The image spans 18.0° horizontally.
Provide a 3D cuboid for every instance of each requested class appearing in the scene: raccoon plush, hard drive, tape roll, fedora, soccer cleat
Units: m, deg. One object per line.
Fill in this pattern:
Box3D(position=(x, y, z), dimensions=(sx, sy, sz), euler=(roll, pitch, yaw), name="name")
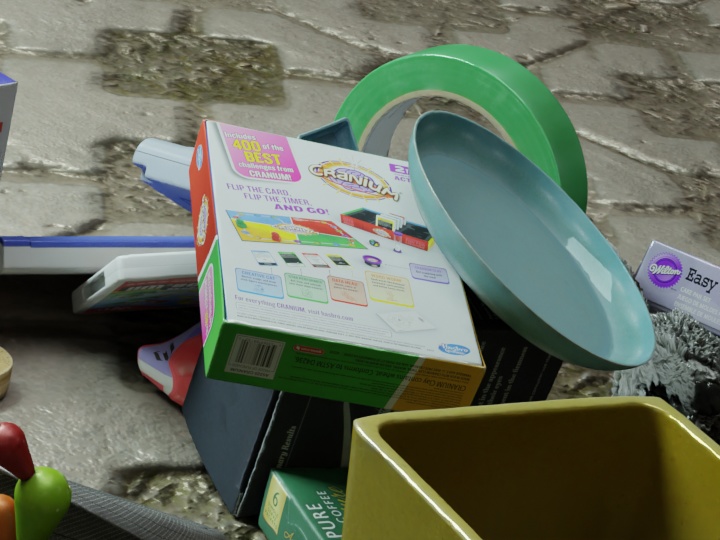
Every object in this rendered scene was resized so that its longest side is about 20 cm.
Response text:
Box3D(position=(0.243, 0.058, 1.562), dimensions=(0.133, 0.097, 0.202), euler=(2, 63, -33), name="raccoon plush")
Box3D(position=(-0.176, -0.010, 1.565), dimensions=(0.198, 0.026, 0.132), euler=(0, -1, -30), name="hard drive")
Box3D(position=(0.068, -0.063, 1.669), dimensions=(0.199, 0.202, 0.048), euler=(24, 26, 23), name="tape roll")
Box3D(position=(-0.167, 0.145, 1.155), dimensions=(0.199, 0.091, 0.177), euler=(24, -8, -25), name="fedora")
Box3D(position=(-0.065, 0.045, 1.528), dimensions=(0.076, 0.067, 0.200), euler=(21, 26, 27), name="soccer cleat")

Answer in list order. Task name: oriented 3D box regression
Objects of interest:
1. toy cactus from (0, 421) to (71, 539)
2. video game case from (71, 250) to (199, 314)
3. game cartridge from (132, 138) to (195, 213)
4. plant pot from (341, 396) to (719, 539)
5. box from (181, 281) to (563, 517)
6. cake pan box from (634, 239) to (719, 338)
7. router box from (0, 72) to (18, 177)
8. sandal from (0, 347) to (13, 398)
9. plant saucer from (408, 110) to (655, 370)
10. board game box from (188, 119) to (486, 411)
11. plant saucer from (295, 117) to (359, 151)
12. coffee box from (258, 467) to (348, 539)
Box3D(position=(-0.184, 0.182, 1.048), dimensions=(0.165, 0.201, 0.102), euler=(45, -13, -33), name="toy cactus")
Box3D(position=(-0.105, 0.007, 1.487), dimensions=(0.142, 0.018, 0.200), euler=(-4, -6, -16), name="video game case")
Box3D(position=(-0.055, -0.033, 1.604), dimensions=(0.133, 0.041, 0.200), euler=(22, -8, 39), name="game cartridge")
Box3D(position=(0.100, 0.198, 1.094), dimensions=(0.194, 0.202, 0.194), euler=(-2, 28, -32), name="plant pot")
Box3D(position=(0.009, 0.061, 1.402), dimensions=(0.198, 0.149, 0.105), euler=(1, 37, -29), name="box")
Box3D(position=(0.304, 0.047, 1.666), dimensions=(0.183, 0.053, 0.200), euler=(26, 0, 23), name="cake pan box")
Box3D(position=(-0.313, -0.033, 1.406), dimensions=(0.049, 0.181, 0.199), euler=(29, 27, 31), name="router box")
Box3D(position=(-0.283, 0.059, 1.355), dimensions=(0.077, 0.070, 0.211), euler=(25, 25, 24), name="sandal")
Box3D(position=(0.098, -0.013, 1.364), dimensions=(0.200, 0.027, 0.201), euler=(38, 24, -20), name="plant saucer")
Box3D(position=(-0.018, -0.003, 1.307), dimensions=(0.152, 0.041, 0.201), euler=(11, 34, -15), name="board game box")
Box3D(position=(0.000, 0.000, 1.537), dimensions=(0.019, 0.202, 0.070), euler=(-16, 6, 32), name="plant saucer")
Box3D(position=(0.050, 0.163, 1.344), dimensions=(0.198, 0.044, 0.123), euler=(2, 26, -28), name="coffee box")
